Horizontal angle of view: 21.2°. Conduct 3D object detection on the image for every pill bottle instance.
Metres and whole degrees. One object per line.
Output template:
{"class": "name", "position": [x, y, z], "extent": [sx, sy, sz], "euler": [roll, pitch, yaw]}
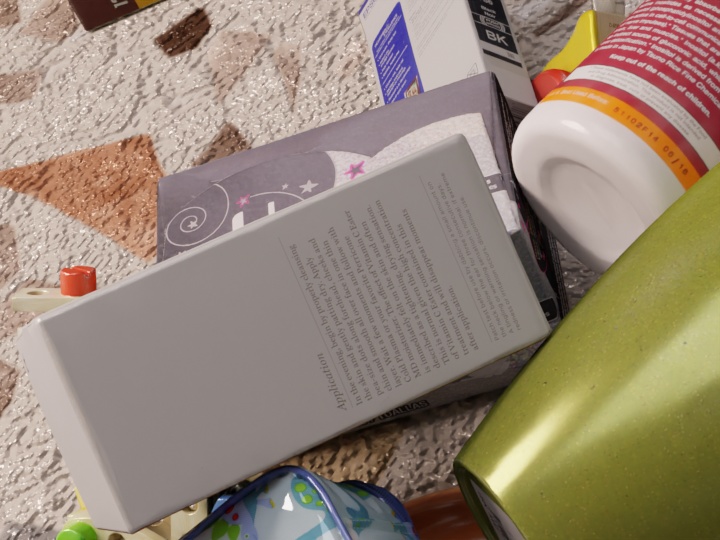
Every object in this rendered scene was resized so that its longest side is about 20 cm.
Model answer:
{"class": "pill bottle", "position": [0.178, -0.093, 0.968], "extent": [0.113, 0.113, 0.200], "euler": [25, 61, 42]}

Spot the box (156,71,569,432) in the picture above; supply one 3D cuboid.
{"class": "box", "position": [0.000, 0.000, 1.029], "extent": [0.199, 0.115, 0.132], "euler": [-18, 43, 12]}

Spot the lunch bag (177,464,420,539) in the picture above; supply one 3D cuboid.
{"class": "lunch bag", "position": [-0.021, 0.194, 0.793], "extent": [0.161, 0.082, 0.200], "euler": [-42, 63, 14]}

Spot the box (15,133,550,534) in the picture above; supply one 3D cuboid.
{"class": "box", "position": [-0.039, 0.030, 0.845], "extent": [0.199, 0.098, 0.124], "euler": [-24, 0, -15]}

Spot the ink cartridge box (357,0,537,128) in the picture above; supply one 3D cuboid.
{"class": "ink cartridge box", "position": [0.049, -0.127, 1.147], "extent": [0.100, 0.039, 0.200], "euler": [-56, 31, 35]}

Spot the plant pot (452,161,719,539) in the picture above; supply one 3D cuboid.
{"class": "plant pot", "position": [0.147, 0.067, 0.827], "extent": [0.200, 0.187, 0.187], "euler": [-33, 42, -9]}

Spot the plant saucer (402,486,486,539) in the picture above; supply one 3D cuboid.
{"class": "plant saucer", "position": [0.047, 0.189, 0.878], "extent": [0.199, 0.038, 0.201], "euler": [-15, 44, 15]}

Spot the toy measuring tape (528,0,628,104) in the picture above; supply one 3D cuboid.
{"class": "toy measuring tape", "position": [0.126, -0.126, 1.093], "extent": [0.073, 0.074, 0.201], "euler": [-8, 75, 20]}

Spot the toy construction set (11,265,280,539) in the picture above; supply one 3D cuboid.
{"class": "toy construction set", "position": [-0.103, 0.086, 0.953], "extent": [0.131, 0.201, 0.092], "euler": [5, 27, 22]}

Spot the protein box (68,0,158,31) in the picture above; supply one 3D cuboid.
{"class": "protein box", "position": [-0.146, -0.315, 1.398], "extent": [0.199, 0.135, 0.199], "euler": [-22, 43, 6]}
